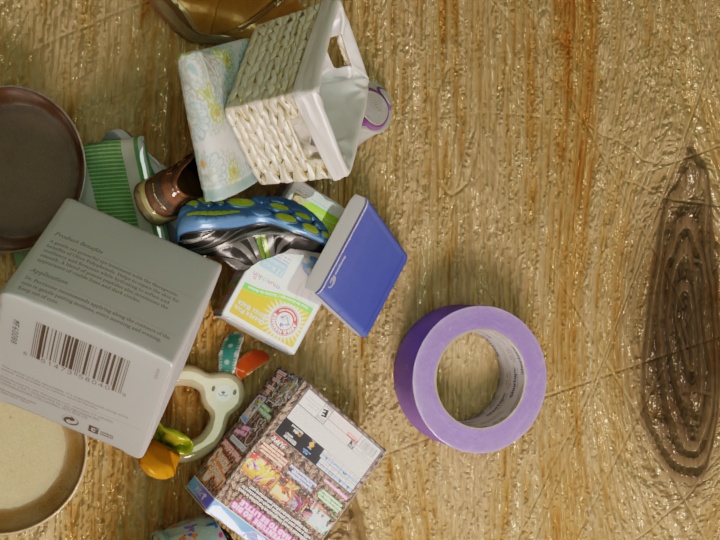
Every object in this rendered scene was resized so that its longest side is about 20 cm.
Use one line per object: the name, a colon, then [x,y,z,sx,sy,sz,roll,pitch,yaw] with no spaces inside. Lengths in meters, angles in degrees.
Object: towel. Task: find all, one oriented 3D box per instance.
towel: [-0.159,-0.188,1.168,0.048,0.200,0.173,-8,106,17]
towel: [-0.346,-0.075,1.191,0.198,0.023,0.154,-13,92,8]

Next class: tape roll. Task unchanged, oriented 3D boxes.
tape roll: [0.152,0.148,1.335,0.198,0.085,0.202,0,88,-17]

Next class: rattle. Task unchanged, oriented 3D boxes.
rattle: [-0.198,0.162,1.208,0.199,0.143,0.131,-31,81,-9]

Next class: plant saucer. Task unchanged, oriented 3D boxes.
plant saucer: [-0.440,0.222,1.184,0.198,0.035,0.203,1,88,-17]
plant saucer: [-0.425,-0.123,1.171,0.198,0.032,0.203,0,93,7]

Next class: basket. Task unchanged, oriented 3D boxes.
basket: [-0.074,-0.214,1.166,0.122,0.201,0.136,-8,134,17]

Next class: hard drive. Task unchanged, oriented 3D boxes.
hard drive: [0.000,0.000,1.247,0.025,0.200,0.133,24,80,24]

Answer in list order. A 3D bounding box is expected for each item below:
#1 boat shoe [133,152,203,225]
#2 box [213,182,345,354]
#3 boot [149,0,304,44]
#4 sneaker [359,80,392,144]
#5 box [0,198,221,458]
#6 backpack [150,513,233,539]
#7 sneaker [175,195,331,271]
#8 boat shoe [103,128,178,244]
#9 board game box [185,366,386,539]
boat shoe: [-0.197,-0.113,1.195,0.072,0.067,0.200,62,31,-8]
box: [-0.096,-0.003,1.257,0.112,0.101,0.201,31,81,-13]
boot: [-0.175,-0.358,1.266,0.201,0.071,0.145,40,73,-17]
sneaker: [-0.034,-0.193,1.295,0.200,0.099,0.075,-45,114,-37]
box: [-0.295,0.068,1.107,0.197,0.201,0.172,23,44,-5]
backpack: [-0.202,0.408,1.178,0.149,0.177,0.202,-11,88,-21]
sneaker: [-0.129,-0.042,1.168,0.198,0.071,0.083,1,126,-25]
boat shoe: [-0.259,-0.097,1.236,0.065,0.073,0.201,-32,92,-46]
board game box: [-0.095,0.257,1.238,0.159,0.097,0.201,44,77,-23]
